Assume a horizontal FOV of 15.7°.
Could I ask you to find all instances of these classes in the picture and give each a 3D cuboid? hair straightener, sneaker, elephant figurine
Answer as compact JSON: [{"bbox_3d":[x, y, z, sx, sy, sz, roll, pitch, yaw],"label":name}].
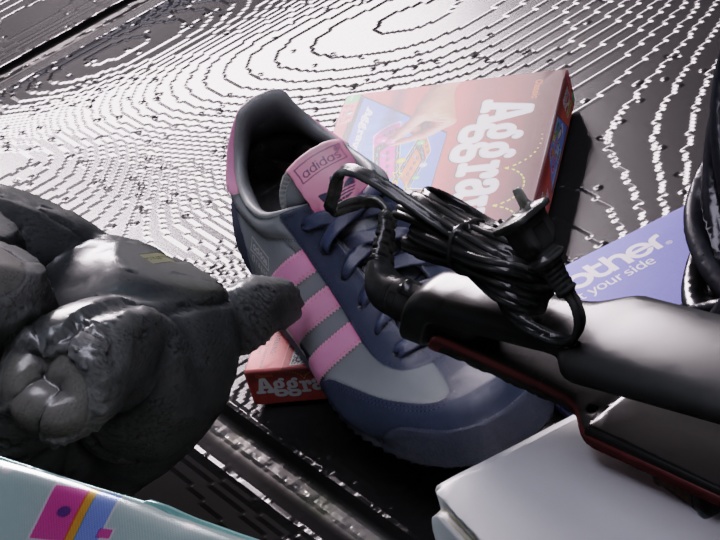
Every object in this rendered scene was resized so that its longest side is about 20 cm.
[{"bbox_3d":[0.054,0.003,0.695,0.041,0.077,0.200,-34,36,-22],"label":"hair straightener"},{"bbox_3d":[0.000,0.000,0.958,0.070,0.082,0.200,-28,35,-16],"label":"sneaker"},{"bbox_3d":[-0.134,0.080,0.911,0.155,0.200,0.142,23,16,2],"label":"elephant figurine"}]

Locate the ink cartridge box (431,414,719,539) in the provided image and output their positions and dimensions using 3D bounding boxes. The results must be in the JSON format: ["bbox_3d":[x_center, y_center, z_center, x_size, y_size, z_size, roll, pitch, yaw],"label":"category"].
[{"bbox_3d":[0.135,0.090,0.735,0.200,0.145,0.088,-25,33,-13],"label":"ink cartridge box"}]

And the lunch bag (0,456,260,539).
[{"bbox_3d":[-0.067,0.138,0.751,0.200,0.160,0.077,14,48,30],"label":"lunch bag"}]

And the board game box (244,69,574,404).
[{"bbox_3d":[0.024,-0.018,1.066,0.103,0.019,0.200,-5,35,17],"label":"board game box"}]

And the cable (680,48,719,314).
[{"bbox_3d":[0.141,-0.052,0.837,0.051,0.200,0.163,9,54,-15],"label":"cable"}]

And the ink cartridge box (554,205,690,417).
[{"bbox_3d":[0.162,0.001,0.949,0.200,0.044,0.094,-27,32,-14],"label":"ink cartridge box"}]
